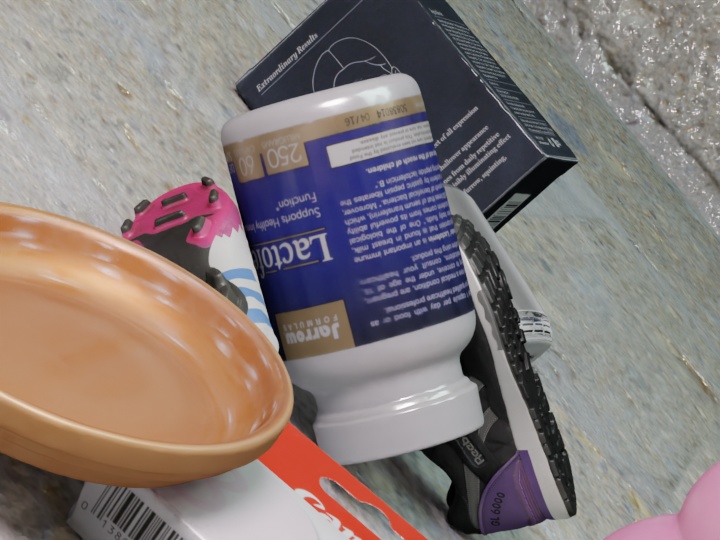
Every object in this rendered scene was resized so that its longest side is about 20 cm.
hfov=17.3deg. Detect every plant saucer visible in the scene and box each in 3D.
[{"bbox_3d":[-0.126,0.034,1.015,0.199,0.038,0.200,22,20,-8],"label":"plant saucer"}]

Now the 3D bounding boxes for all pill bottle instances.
[{"bbox_3d":[0.000,0.000,1.309,0.116,0.115,0.201,-22,97,-75],"label":"pill bottle"}]

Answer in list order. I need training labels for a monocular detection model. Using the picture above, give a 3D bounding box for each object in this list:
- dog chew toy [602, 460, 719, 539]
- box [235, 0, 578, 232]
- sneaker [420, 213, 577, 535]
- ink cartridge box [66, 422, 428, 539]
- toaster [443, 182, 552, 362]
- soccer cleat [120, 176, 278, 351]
[{"bbox_3d":[0.180,0.136,1.036,0.124,0.200,0.125,41,17,-15],"label":"dog chew toy"},{"bbox_3d":[0.034,-0.108,1.738,0.200,0.148,0.107,51,14,10],"label":"box"},{"bbox_3d":[0.058,0.068,1.390,0.076,0.087,0.201,-70,143,-70],"label":"sneaker"},{"bbox_3d":[-0.019,0.121,1.069,0.162,0.057,0.200,40,29,12],"label":"ink cartridge box"},{"bbox_3d":[0.041,0.020,1.500,0.129,0.114,0.200,54,12,13],"label":"toaster"},{"bbox_3d":[-0.084,0.022,1.254,0.200,0.070,0.087,-107,175,-63],"label":"soccer cleat"}]
